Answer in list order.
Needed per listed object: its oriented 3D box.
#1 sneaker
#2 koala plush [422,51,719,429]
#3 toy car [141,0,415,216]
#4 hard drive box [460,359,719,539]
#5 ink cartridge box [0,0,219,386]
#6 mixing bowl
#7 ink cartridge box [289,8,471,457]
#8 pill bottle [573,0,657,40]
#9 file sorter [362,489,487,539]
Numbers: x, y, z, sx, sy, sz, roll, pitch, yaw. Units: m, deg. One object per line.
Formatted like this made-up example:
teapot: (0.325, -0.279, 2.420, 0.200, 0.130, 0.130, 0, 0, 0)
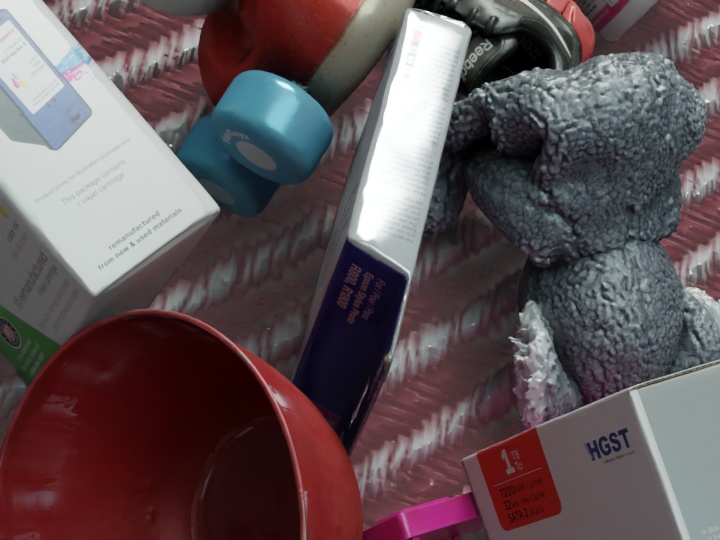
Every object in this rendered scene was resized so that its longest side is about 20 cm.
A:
sneaker: (0.058, -0.164, 1.000, 0.200, 0.071, 0.098, 29, 37, -11)
koala plush: (0.133, -0.010, 0.928, 0.176, 0.184, 0.201, -6, 81, -26)
toy car: (-0.079, -0.167, 0.872, 0.200, 0.177, 0.185, 35, 72, -10)
hard drive box: (0.139, 0.154, 0.693, 0.076, 0.156, 0.201, -13, 78, -27)
ink cartridge box: (-0.183, -0.057, 0.804, 0.087, 0.145, 0.200, -37, 87, -32)
mixing bowl: (-0.073, 0.123, 0.767, 0.108, 0.200, 0.201, 10, 59, -54)
ink cartridge box: (0.000, 0.000, 0.830, 0.043, 0.197, 0.201, 18, 58, -2)
pill bottle: (0.140, -0.263, 1.069, 0.200, 0.113, 0.113, 46, 57, 0)
file sorter: (0.093, 0.175, 0.833, 0.199, 0.139, 0.126, -12, 76, -29)
